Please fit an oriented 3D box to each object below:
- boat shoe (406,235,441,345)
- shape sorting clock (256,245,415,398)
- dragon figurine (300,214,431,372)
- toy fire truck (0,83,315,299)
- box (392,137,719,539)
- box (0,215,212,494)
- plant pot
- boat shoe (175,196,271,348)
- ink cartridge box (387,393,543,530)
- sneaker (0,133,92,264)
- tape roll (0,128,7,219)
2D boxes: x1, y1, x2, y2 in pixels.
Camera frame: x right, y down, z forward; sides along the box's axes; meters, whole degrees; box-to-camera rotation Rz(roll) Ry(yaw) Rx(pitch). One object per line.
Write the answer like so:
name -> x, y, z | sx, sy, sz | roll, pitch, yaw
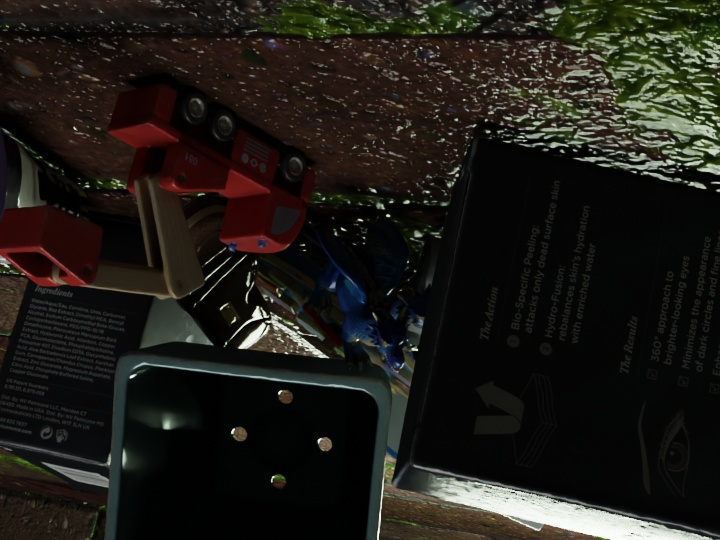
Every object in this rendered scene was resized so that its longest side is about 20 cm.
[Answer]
boat shoe -> 0.079, 0.029, 1.116 | 0.085, 0.075, 0.202 | 12, 166, 2
shape sorting clock -> -0.016, 0.049, 1.211 | 0.200, 0.039, 0.200 | 41, 172, 7
dragon figurine -> 0.000, 0.000, 1.034 | 0.058, 0.201, 0.100 | -12, 142, -20
toy fire truck -> -0.118, -0.036, 0.930 | 0.049, 0.142, 0.200 | -3, 157, 43
box -> 0.137, 0.049, 0.895 | 0.199, 0.198, 0.117 | 13, 165, 0
box -> -0.205, 0.081, 1.273 | 0.117, 0.201, 0.197 | 9, 164, 16
plant pot -> -0.072, 0.150, 1.138 | 0.194, 0.198, 0.200 | 6, -172, 5
boat shoe -> -0.122, -0.005, 1.151 | 0.075, 0.074, 0.203 | 51, 163, 24
ink cartridge box -> 0.092, 0.157, 1.427 | 0.200, 0.086, 0.146 | 32, 180, -44
sneaker -> -0.242, -0.056, 1.115 | 0.079, 0.074, 0.200 | -1, 169, -5
tape roll -> -0.322, -0.060, 0.902 | 0.199, 0.201, 0.085 | 25, 160, -36
